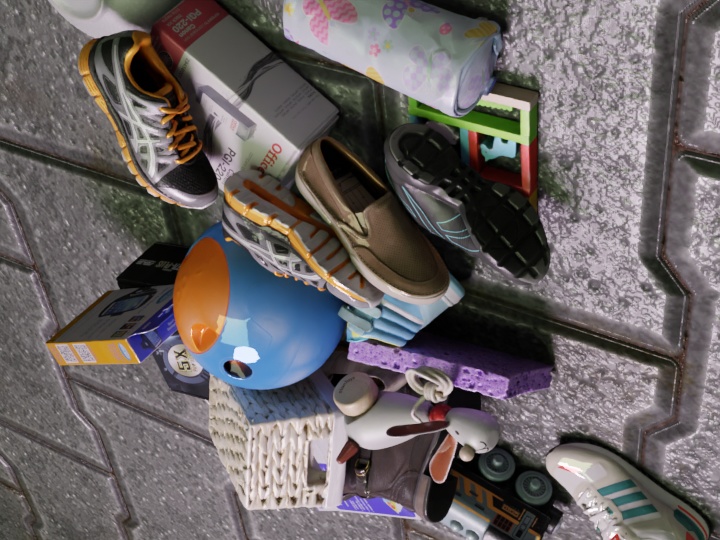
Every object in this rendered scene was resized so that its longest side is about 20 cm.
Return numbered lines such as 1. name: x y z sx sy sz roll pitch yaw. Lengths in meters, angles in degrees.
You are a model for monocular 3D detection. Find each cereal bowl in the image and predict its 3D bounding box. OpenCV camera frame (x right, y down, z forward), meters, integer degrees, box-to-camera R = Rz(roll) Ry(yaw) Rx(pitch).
1. cereal bowl: -0.277 -0.320 1.184 0.199 0.083 0.201 24 140 22

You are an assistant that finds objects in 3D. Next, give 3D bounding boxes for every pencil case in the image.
1. pencil case: 0.027 -0.214 1.022 0.199 0.083 0.091 27 100 17

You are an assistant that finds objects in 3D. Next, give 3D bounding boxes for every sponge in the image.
1. sponge: 0.099 0.100 1.252 0.199 0.111 0.030 13 100 32

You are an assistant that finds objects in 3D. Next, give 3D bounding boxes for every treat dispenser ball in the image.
1. treat dispenser ball: -0.112 0.034 1.289 0.200 0.201 0.201 23 139 22

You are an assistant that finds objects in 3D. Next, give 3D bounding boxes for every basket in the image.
1. basket: -0.105 0.187 1.383 0.200 0.123 0.136 -132 42 -59

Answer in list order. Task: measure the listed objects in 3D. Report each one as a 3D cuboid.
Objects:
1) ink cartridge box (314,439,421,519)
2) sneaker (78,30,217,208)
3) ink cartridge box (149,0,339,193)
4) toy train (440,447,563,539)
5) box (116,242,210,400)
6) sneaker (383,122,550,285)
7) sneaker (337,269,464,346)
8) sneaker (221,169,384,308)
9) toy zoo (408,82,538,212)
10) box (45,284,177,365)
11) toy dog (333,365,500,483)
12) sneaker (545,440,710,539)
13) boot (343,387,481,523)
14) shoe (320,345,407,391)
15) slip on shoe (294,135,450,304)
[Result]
1. ink cartridge box: -0.024 0.251 1.555 0.199 0.043 0.199 -7 122 42
2. sneaker: -0.202 -0.150 1.144 0.077 0.078 0.200 -17 115 40
3. ink cartridge box: -0.139 -0.173 1.208 0.200 0.085 0.146 40 143 -1
4. toy train: 0.144 0.274 1.376 0.199 0.114 0.085 30 141 14
5. box: -0.206 0.074 1.503 0.163 0.086 0.201 9 132 36
6. sneaker: 0.101 -0.059 1.102 0.200 0.075 0.079 45 157 6
7. sneaker: 0.000 0.000 1.212 0.200 0.131 0.080 43 -174 -2
8. sneaker: -0.060 -0.022 1.168 0.200 0.078 0.077 37 133 13
9. toy zoo: 0.111 -0.099 1.116 0.131 0.020 0.201 18 137 27
10. box: -0.284 0.066 1.396 0.199 0.119 0.042 -3 122 43
11. toy dog: 0.044 0.179 1.235 0.132 0.097 0.200 40 153 -23
12. sneaker: 0.287 0.272 1.267 0.199 0.093 0.070 32 141 11
13. boot: 0.043 0.194 1.350 0.174 0.201 0.069 11 171 43
14. shoe: -0.018 0.134 1.426 0.200 0.053 0.070 -14 117 47
15. slip on shoe: 0.015 -0.052 1.124 0.200 0.076 0.061 50 149 11
